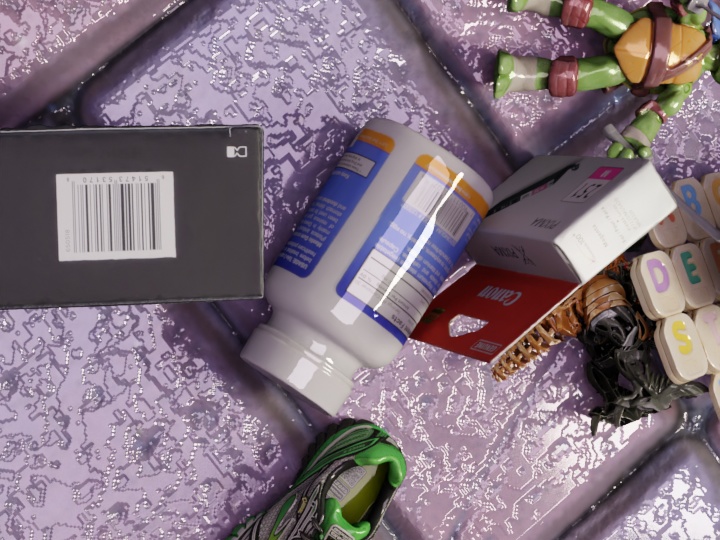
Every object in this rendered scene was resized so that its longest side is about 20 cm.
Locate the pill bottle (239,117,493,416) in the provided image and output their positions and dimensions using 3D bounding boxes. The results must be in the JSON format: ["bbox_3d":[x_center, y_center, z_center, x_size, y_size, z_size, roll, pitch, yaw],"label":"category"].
[{"bbox_3d":[0.000,0.000,1.472,0.112,0.112,0.200,35,84,-15],"label":"pill bottle"}]

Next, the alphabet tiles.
[{"bbox_3d":[0.280,0.022,1.547,0.200,0.015,0.196,-13,81,-45],"label":"alphabet tiles"}]

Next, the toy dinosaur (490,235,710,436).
[{"bbox_3d":[0.195,0.048,1.559,0.199,0.102,0.136,-21,84,4],"label":"toy dinosaur"}]

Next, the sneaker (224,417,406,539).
[{"bbox_3d":[-0.041,0.195,1.484,0.078,0.085,0.200,36,83,-15],"label":"sneaker"}]

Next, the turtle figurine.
[{"bbox_3d":[0.199,-0.151,1.493,0.193,0.144,0.200,9,51,-1],"label":"turtle figurine"}]

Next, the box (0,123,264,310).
[{"bbox_3d":[-0.180,-0.037,1.369,0.196,0.200,0.118,-2,93,-16],"label":"box"}]

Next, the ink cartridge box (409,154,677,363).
[{"bbox_3d":[0.111,-0.014,1.457,0.173,0.200,0.044,-38,104,-12],"label":"ink cartridge box"}]
